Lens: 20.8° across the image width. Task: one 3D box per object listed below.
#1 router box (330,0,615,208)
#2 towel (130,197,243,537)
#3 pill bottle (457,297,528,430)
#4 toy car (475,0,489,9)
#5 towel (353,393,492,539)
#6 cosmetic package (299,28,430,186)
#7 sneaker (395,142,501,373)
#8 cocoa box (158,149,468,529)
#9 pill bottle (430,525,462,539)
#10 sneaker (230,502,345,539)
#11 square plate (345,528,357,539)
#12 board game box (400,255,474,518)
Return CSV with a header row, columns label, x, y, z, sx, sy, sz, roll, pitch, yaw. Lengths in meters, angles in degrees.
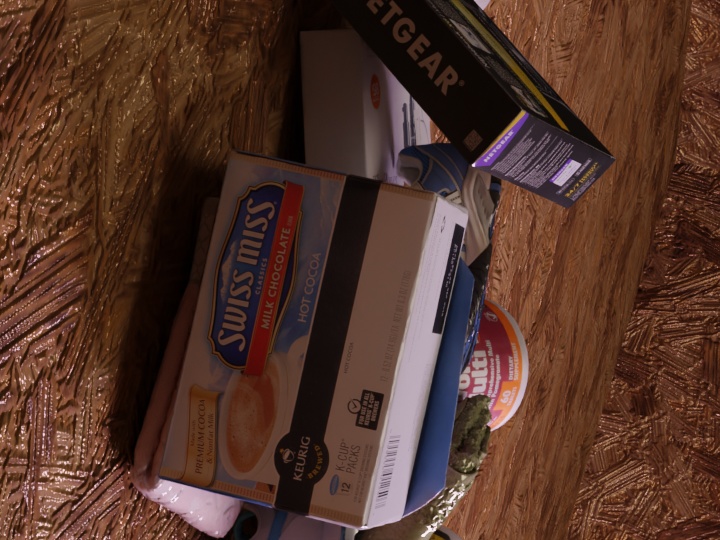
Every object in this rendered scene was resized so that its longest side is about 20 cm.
label,x,y,z,sx,sy,sz,roll,pitch,yaw
router box,0.069,-0.140,1.344,0.052,0.200,0.157,-46,152,15
towel,-0.093,0.069,1.285,0.200,0.032,0.193,57,46,-71
pill bottle,0.026,0.074,1.469,0.199,0.109,0.111,0,104,-47
toy car,0.100,-0.282,1.507,0.200,0.149,0.177,39,64,-75
towel,0.037,0.161,1.371,0.149,0.036,0.200,-54,180,13
cosmetic package,0.008,-0.101,1.443,0.200,0.051,0.152,-24,110,-74
sneaker,0.052,-0.007,1.357,0.076,0.076,0.201,97,2,-50
cocoa box,-0.025,0.042,1.184,0.133,0.130,0.202,18,85,-78
pill bottle,0.036,0.336,1.880,0.200,0.110,0.112,-55,154,-58
sneaker,-0.054,0.176,1.458,0.200,0.080,0.077,-97,-168,-70
square plate,0.020,0.161,1.597,0.200,0.028,0.200,29,61,-70
board game box,0.010,0.067,1.286,0.039,0.157,0.202,15,82,-52
